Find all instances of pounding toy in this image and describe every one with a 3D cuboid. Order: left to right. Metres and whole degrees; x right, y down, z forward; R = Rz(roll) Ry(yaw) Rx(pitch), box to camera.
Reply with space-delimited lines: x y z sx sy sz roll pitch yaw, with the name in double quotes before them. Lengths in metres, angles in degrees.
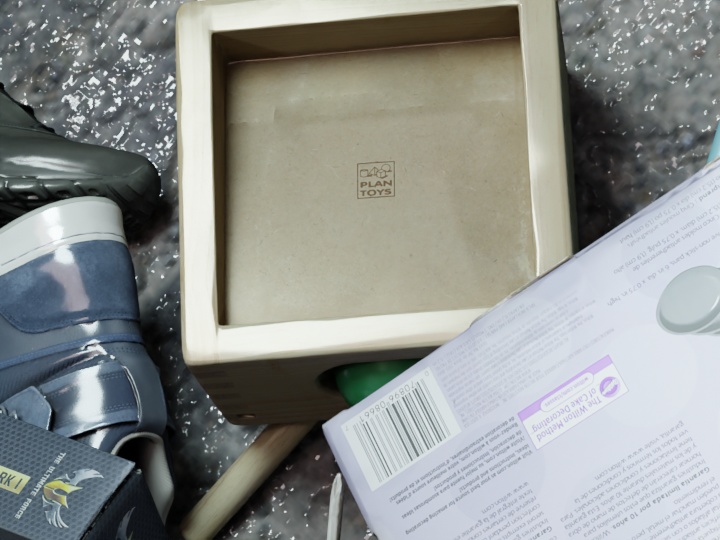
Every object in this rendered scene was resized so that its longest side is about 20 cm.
"pounding toy" 0.000 0.000 1.069 0.184 0.142 0.200 -5 72 7

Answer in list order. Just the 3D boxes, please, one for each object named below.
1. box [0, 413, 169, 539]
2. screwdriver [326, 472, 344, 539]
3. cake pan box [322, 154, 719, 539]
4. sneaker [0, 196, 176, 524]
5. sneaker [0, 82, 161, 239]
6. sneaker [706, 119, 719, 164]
"box" -0.139 0.132 1.029 0.158 0.200 0.051 17 55 29
"screwdriver" -0.020 0.173 0.968 0.028 0.029 0.200 22 117 47
"cake pan box" 0.101 0.086 0.913 0.200 0.052 0.184 -35 58 11
"sneaker" -0.163 0.076 1.116 0.202 0.077 0.146 -32 70 35
"sneaker" -0.182 -0.061 1.190 0.200 0.076 0.091 6 67 22
"sneaker" 0.196 0.005 0.999 0.131 0.080 0.200 9 76 27
